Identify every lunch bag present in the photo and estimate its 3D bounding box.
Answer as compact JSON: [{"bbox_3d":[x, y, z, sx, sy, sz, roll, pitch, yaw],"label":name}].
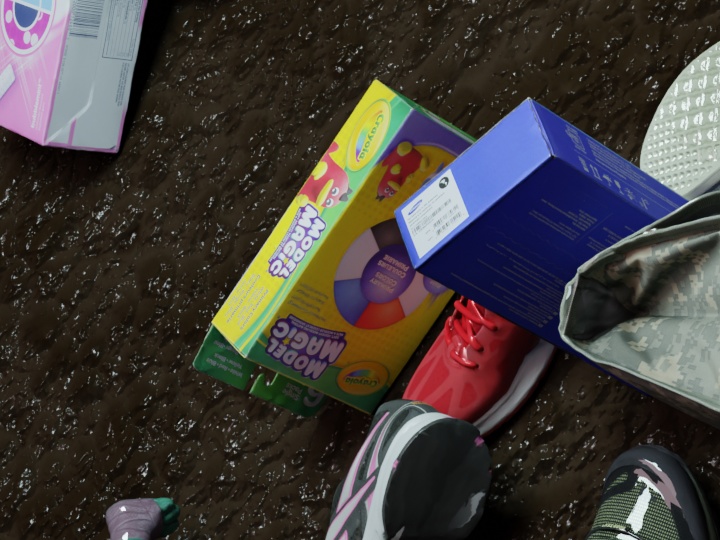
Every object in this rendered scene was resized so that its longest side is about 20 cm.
[{"bbox_3d":[0.214,0.033,1.132,0.200,0.164,0.118,5,79,45],"label":"lunch bag"}]

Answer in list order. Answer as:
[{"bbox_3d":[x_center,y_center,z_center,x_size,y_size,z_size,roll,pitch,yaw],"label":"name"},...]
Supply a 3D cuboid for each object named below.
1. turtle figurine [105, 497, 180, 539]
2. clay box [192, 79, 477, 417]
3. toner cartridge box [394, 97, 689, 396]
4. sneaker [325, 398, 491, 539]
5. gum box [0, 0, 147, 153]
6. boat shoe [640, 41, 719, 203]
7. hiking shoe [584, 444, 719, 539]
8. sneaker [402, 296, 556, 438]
[{"bbox_3d":[-0.131,0.240,1.421,0.150,0.101,0.200,-39,41,24],"label":"turtle figurine"},{"bbox_3d":[0.000,0.000,1.395,0.200,0.115,0.048,-57,43,7],"label":"clay box"},{"bbox_3d":[0.119,-0.007,1.219,0.095,0.200,0.043,-38,47,24],"label":"toner cartridge box"},{"bbox_3d":[0.012,0.163,1.332,0.200,0.080,0.086,-66,25,9],"label":"sneaker"},{"bbox_3d":[-0.209,-0.194,1.691,0.113,0.066,0.200,24,105,49],"label":"gum box"},{"bbox_3d":[0.225,-0.105,1.237,0.200,0.062,0.075,-49,45,19],"label":"boat shoe"},{"bbox_3d":[0.121,0.178,1.195,0.076,0.101,0.200,-4,68,43],"label":"hiking shoe"},{"bbox_3d":[0.066,0.007,1.326,0.200,0.115,0.078,-52,43,11],"label":"sneaker"}]
